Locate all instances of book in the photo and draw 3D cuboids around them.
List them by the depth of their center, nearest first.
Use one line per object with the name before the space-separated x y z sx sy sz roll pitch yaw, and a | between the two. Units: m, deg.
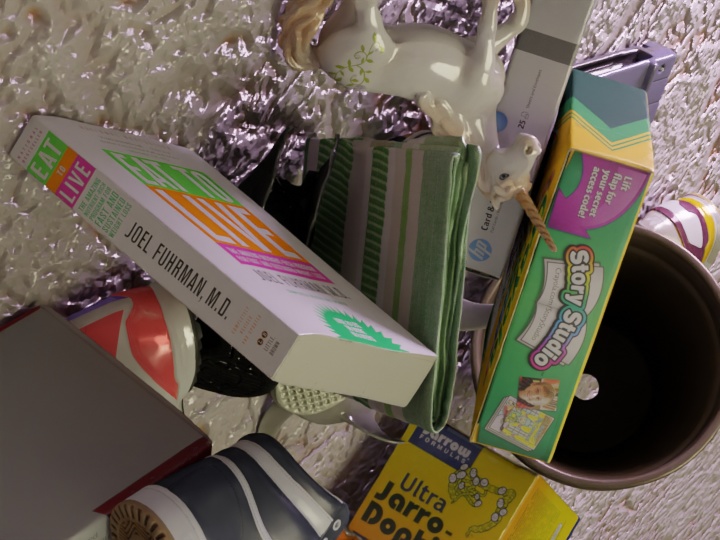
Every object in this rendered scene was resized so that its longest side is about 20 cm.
book | -0.071 -0.004 0.899 0.048 0.200 0.134 -57 151 9

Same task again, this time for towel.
towel | 0.008 -0.001 0.999 0.023 0.200 0.153 5 93 -25

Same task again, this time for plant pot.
plant pot | 0.182 0.080 1.388 0.200 0.200 0.174 -50 169 -9

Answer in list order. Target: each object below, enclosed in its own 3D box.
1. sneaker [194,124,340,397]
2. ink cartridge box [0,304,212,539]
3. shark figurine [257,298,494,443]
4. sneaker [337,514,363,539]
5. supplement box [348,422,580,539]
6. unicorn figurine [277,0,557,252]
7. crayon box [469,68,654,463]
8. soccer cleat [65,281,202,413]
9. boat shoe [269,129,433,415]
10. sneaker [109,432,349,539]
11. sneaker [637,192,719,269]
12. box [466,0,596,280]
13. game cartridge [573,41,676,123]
sneaker | -0.059 0.000 1.051 0.200 0.060 0.104 123 -20 -65
ink cartridge box | -0.179 0.156 0.962 0.145 0.145 0.200 -34 146 -35
shark figurine | 0.014 0.080 1.230 0.214 0.089 0.128 -17 135 -45
sneaker | -0.033 0.225 1.335 0.077 0.078 0.200 -34 151 6
supplement box | 0.086 0.199 1.402 0.110 0.109 0.200 -59 157 -7
unicorn figurine | 0.046 -0.119 1.013 0.074 0.200 0.137 -69 -179 -65
crayon box | 0.126 -0.007 1.127 0.173 0.058 0.200 -69 175 -67
soccer cleat | -0.137 0.087 1.051 0.073 0.068 0.200 -12 138 -20
boat shoe | 0.000 0.000 1.135 0.075 0.062 0.200 29 88 -30
sneaker | -0.052 0.179 0.911 0.108 0.070 0.200 -34 120 -39
sneaker | 0.247 0.028 1.541 0.090 0.075 0.200 -18 128 -36
box | 0.107 -0.110 1.123 0.156 0.041 0.200 -63 169 -72
game cartridge | 0.152 -0.091 1.310 0.200 0.038 0.130 -21 133 -45
